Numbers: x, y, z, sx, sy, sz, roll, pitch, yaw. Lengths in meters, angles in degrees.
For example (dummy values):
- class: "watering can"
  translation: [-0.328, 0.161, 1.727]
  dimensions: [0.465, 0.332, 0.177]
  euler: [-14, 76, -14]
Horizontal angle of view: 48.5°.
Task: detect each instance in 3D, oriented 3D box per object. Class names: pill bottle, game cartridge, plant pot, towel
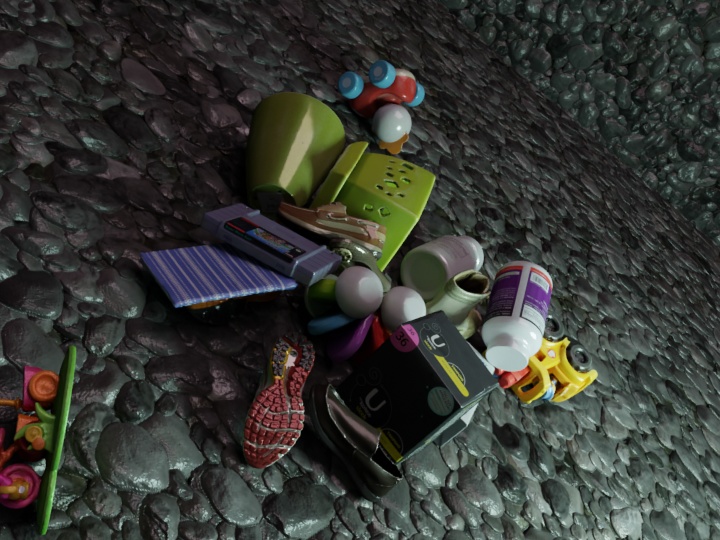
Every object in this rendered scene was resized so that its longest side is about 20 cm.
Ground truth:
- class: "pill bottle"
  translation: [0.175, -0.012, 1.648]
  dimensions: [0.114, 0.114, 0.200]
  euler: [50, 32, 12]
- class: "pill bottle"
  translation: [0.292, 0.086, 1.500]
  dimensions: [0.112, 0.112, 0.200]
  euler: [33, 51, -14]
- class: "game cartridge"
  translation: [-0.138, -0.045, 1.254]
  dimensions: [0.200, 0.038, 0.130]
  euler: [28, 15, 11]
- class: "plant pot"
  translation: [-0.138, -0.196, 1.489]
  dimensions: [0.187, 0.187, 0.200]
  euler: [30, 48, -19]
- class: "towel"
  translation: [-0.210, 0.004, 1.186]
  dimensions: [0.199, 0.024, 0.145]
  euler: [-9, 34, -35]
- class: "plant pot"
  translation: [0.006, -0.118, 1.522]
  dimensions: [0.181, 0.200, 0.199]
  euler: [31, 33, -4]

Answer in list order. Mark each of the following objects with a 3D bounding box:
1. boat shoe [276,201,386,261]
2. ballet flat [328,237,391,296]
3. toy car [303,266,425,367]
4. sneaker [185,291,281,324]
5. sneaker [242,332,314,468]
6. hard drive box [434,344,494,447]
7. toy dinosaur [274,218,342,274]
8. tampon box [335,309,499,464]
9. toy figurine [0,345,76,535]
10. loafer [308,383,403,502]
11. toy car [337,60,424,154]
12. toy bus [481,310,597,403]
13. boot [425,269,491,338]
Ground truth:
- class: "boat shoe"
  translation: [-0.048, -0.082, 1.409]
  dimensions: [0.199, 0.076, 0.074]
  euler: [22, 79, -2]
- class: "ballet flat"
  translation: [0.000, 0.000, 1.386]
  dimensions: [0.200, 0.067, 0.046]
  euler: [48, 56, -55]
- class: "toy car"
  translation: [-0.005, 0.087, 1.325]
  dimensions: [0.200, 0.175, 0.150]
  euler: [25, 72, -27]
- class: "sneaker"
  translation: [-0.208, 0.020, 1.251]
  dimensions: [0.092, 0.076, 0.200]
  euler: [32, 30, 27]
- class: "sneaker"
  translation: [-0.116, 0.190, 1.131]
  dimensions: [0.078, 0.082, 0.200]
  euler: [23, 52, -6]
- class: "hard drive box"
  translation: [0.137, 0.187, 1.407]
  dimensions: [0.156, 0.077, 0.200]
  euler: [44, 32, 2]
- class: "toy dinosaur"
  translation: [-0.127, -0.029, 1.396]
  dimensions: [0.199, 0.060, 0.106]
  euler: [7, 50, -16]
- class: "tampon box"
  translation: [0.078, 0.186, 1.226]
  dimensions: [0.150, 0.200, 0.126]
  euler: [52, 33, 17]
- class: "toy figurine"
  translation: [-0.407, 0.166, 0.828]
  dimensions: [0.183, 0.150, 0.201]
  euler: [10, 67, -22]
- class: "loafer"
  translation: [-0.003, 0.237, 1.148]
  dimensions: [0.200, 0.071, 0.073]
  euler: [57, 19, -16]
- class: "toy car"
  translation: [0.058, -0.380, 1.960]
  dimensions: [0.184, 0.176, 0.201]
  euler: [14, 68, -58]
- class: "toy bus"
  translation: [0.342, 0.194, 1.587]
  dimensions: [0.200, 0.136, 0.192]
  euler: [49, 46, 9]
- class: "boot"
  translation: [0.202, 0.066, 1.545]
  dimensions: [0.200, 0.155, 0.072]
  euler: [3, 50, -44]
